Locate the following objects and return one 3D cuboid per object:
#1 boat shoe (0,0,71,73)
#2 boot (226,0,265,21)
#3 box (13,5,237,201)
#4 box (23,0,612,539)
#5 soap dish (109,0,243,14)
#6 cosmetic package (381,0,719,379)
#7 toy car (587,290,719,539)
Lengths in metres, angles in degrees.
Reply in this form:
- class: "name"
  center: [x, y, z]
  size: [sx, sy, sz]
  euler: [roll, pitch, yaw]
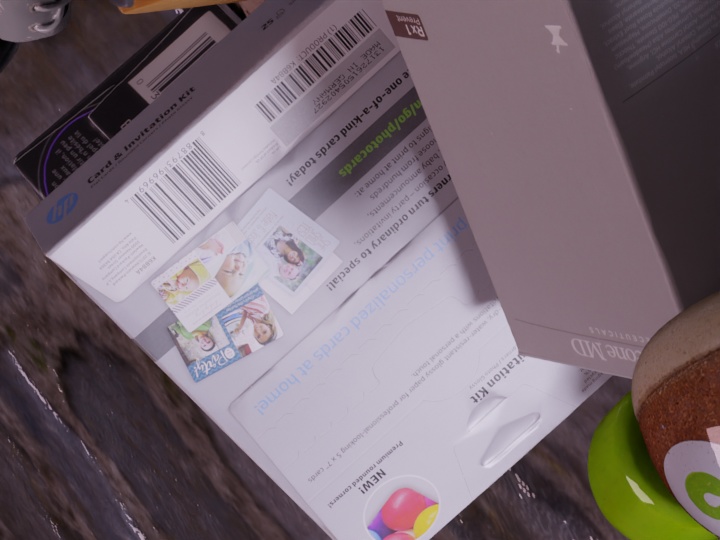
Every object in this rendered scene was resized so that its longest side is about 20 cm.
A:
- class: "boat shoe"
  center: [-0.164, -0.143, 1.303]
  size: [0.072, 0.070, 0.201]
  euler: [39, 155, -7]
- class: "boot"
  center: [-0.025, -0.134, 1.022]
  size: [0.146, 0.070, 0.200]
  euler: [31, 170, 13]
- class: "box"
  center: [-0.047, -0.006, 1.144]
  size: [0.122, 0.106, 0.200]
  euler: [46, 173, 18]
- class: "box"
  center: [0.000, 0.000, 1.014]
  size: [0.200, 0.156, 0.041]
  euler: [47, -178, -29]
- class: "soap dish"
  center: [-0.056, -0.177, 0.863]
  size: [0.157, 0.081, 0.200]
  euler: [-5, 114, 59]
- class: "cosmetic package"
  center: [0.081, -0.065, 0.941]
  size: [0.107, 0.090, 0.200]
  euler: [9, 126, 53]
- class: "toy car"
  center: [0.177, 0.094, 0.819]
  size: [0.164, 0.158, 0.200]
  euler: [124, 134, -58]
